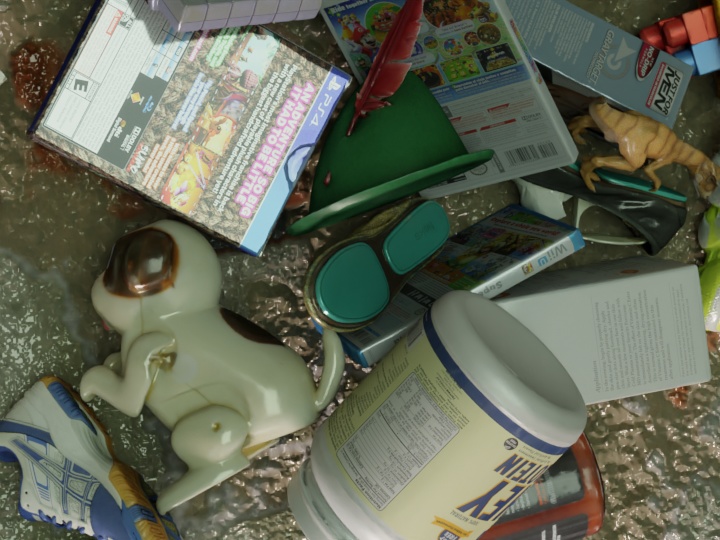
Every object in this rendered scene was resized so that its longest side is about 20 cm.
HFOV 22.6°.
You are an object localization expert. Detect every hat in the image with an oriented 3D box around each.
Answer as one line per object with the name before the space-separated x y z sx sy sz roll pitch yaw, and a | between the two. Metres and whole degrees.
hat | 0.005 -0.143 1.400 0.199 0.166 0.177 -21 89 10

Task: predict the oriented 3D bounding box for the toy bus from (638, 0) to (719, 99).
toy bus | 0.323 -0.233 1.506 0.190 0.136 0.202 -14 95 4

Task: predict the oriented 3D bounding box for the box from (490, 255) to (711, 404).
box | 0.167 0.054 1.477 0.198 0.124 0.098 -9 96 -12

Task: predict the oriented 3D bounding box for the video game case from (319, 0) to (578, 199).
video game case | 0.069 -0.152 1.421 0.201 0.142 0.018 60 35 -28

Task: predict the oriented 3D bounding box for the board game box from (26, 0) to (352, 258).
board game box | -0.135 -0.128 1.408 0.199 0.097 0.160 29 87 -13

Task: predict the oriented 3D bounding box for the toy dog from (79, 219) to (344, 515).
toy dog | -0.130 0.058 1.391 0.193 0.139 0.201 -32 88 22

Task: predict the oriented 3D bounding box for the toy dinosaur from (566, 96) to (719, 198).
toy dinosaur | 0.209 -0.110 1.422 0.199 0.106 0.061 21 64 -43

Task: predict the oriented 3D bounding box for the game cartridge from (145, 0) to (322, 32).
game cartridge | -0.130 -0.253 1.353 0.129 0.039 0.200 -14 53 -32

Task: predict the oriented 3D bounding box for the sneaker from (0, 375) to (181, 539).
sneaker | -0.213 0.177 1.390 0.088 0.075 0.200 -41 59 -1

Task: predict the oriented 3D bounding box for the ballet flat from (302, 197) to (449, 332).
ballet flat | 0.000 0.000 1.421 0.200 0.070 0.071 -38 105 -50

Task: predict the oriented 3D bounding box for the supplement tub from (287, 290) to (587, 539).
supplement tub | 0.054 0.130 1.339 0.145 0.145 0.200 38 108 -13

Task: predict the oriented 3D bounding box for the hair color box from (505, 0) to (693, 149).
hair color box | 0.158 -0.173 1.471 0.199 0.099 0.061 25 79 -14

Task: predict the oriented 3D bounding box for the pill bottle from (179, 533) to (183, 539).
pill bottle | -0.208 0.293 1.410 0.199 0.111 0.112 -29 100 -10

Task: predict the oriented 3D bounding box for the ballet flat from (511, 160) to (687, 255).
ballet flat | 0.181 -0.064 1.506 0.199 0.068 0.069 22 100 -14

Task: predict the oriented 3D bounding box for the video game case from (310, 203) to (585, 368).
video game case | 0.066 0.009 1.440 0.199 0.143 0.018 -29 106 -10

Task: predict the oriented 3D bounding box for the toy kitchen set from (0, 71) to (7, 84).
toy kitchen set | -0.332 -0.214 1.312 0.163 0.180 0.200 -45 106 -8

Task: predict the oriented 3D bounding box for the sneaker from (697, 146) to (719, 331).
sneaker | 0.346 -0.042 1.539 0.104 0.076 0.202 6 111 -25

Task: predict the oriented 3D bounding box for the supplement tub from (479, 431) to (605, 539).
supplement tub | 0.092 0.189 1.476 0.198 0.107 0.108 -14 97 -11
